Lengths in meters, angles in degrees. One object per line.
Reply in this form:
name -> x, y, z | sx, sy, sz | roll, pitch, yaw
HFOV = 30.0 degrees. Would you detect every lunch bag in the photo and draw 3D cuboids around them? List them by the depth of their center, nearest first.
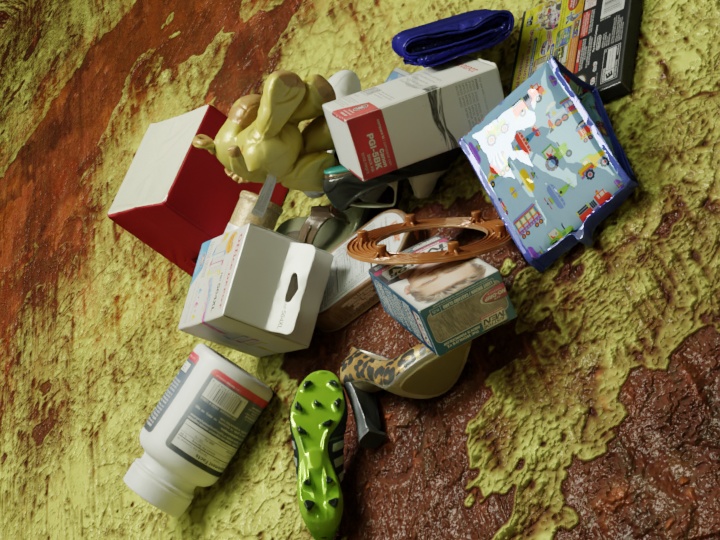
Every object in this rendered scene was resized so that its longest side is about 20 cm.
lunch bag -> 0.217, -0.109, 1.495 | 0.150, 0.094, 0.201 | -41, 46, 26

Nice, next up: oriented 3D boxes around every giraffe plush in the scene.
giraffe plush -> -0.126, -0.172, 1.778 | 0.201, 0.173, 0.162 | -52, 34, -11

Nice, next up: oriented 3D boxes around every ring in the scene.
ring -> 0.081, -0.041, 1.541 | 0.200, 0.199, 0.019 | 14, 115, 56

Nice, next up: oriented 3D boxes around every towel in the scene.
towel -> 0.118, -0.300, 1.747 | 0.146, 0.050, 0.200 | -15, 12, 0

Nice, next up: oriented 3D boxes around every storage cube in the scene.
storage cube -> -0.238, -0.114, 2.005 | 0.170, 0.179, 0.201 | -7, 53, 49

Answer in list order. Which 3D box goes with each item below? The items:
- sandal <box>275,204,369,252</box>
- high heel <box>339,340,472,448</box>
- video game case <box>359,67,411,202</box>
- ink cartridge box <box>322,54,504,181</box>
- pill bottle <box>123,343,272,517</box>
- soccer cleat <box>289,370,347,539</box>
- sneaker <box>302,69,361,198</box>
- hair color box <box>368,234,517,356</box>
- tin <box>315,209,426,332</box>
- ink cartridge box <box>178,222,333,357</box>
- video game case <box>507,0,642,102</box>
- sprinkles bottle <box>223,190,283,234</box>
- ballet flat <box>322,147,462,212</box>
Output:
sandal -> -0.064, -0.054, 1.832 | 0.200, 0.057, 0.080 | -9, 53, 47
high heel -> 0.048, 0.091, 1.536 | 0.200, 0.071, 0.143 | -46, 36, 26
video game case -> 0.033, -0.188, 1.847 | 0.183, 0.022, 0.200 | -53, 24, 3
ink cartridge box -> 0.068, -0.190, 1.659 | 0.198, 0.084, 0.147 | -20, 17, -7
pill bottle -> -0.213, 0.207, 1.724 | 0.201, 0.119, 0.119 | -56, 32, -4
soccer cleat -> -0.048, 0.211, 1.534 | 0.067, 0.081, 0.201 | 0, 55, -1
sneaker -> -0.024, -0.193, 1.858 | 0.080, 0.070, 0.202 | -15, 53, 46
hair color box -> 0.087, 0.023, 1.491 | 0.099, 0.061, 0.200 | -27, 19, -9
tin -> 0.000, 0.000, 1.721 | 0.199, 0.042, 0.113 | -37, 40, 25
ink cartridge box -> -0.132, 0.027, 1.727 | 0.200, 0.124, 0.130 | -18, 54, 63
video game case -> 0.262, -0.271, 1.645 | 0.180, 0.025, 0.201 | -19, 47, 42
sprinkles bottle -> -0.177, -0.010, 1.902 | 0.068, 0.068, 0.201 | 21, 87, 57
ballet flat -> 0.050, -0.122, 1.726 | 0.198, 0.069, 0.068 | -15, 13, 10
